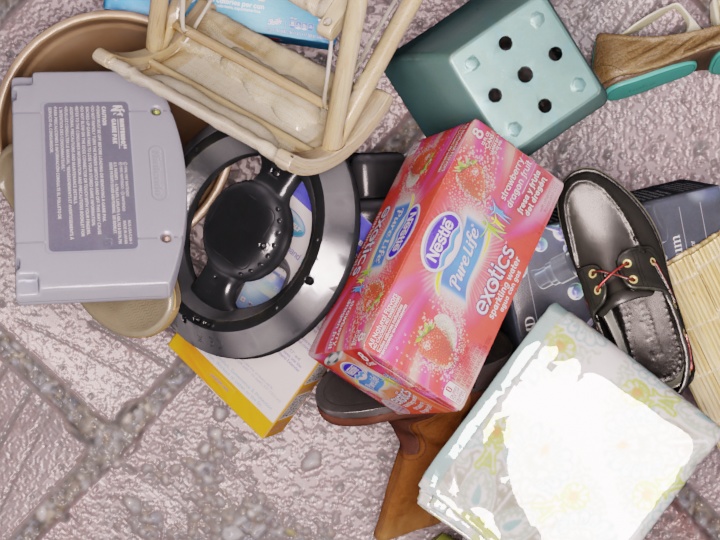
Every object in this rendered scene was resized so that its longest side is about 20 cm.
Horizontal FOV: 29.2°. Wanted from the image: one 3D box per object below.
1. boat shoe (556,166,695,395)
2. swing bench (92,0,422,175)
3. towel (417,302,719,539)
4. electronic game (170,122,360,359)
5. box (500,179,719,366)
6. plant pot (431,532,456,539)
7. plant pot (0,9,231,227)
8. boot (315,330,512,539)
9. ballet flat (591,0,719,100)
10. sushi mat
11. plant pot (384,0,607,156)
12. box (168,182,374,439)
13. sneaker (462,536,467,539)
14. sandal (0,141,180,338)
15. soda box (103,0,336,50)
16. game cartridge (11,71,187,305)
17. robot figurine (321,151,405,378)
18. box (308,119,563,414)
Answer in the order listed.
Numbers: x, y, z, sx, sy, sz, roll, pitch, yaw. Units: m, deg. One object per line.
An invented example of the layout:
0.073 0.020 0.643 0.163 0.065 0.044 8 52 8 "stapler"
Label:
0.217 0.011 1.122 0.073 0.063 0.203 -22 95 17 "boat shoe"
-0.066 -0.202 1.036 0.198 0.129 0.202 31 111 24 "swing bench"
0.161 0.154 1.102 0.171 0.048 0.201 38 96 13 "towel"
-0.087 -0.031 1.083 0.198 0.042 0.202 -7 77 29 "electronic game"
0.220 0.015 1.212 0.198 0.107 0.150 -13 97 -2 "box"
0.101 0.338 1.214 0.187 0.187 0.200 -40 82 1 "plant pot"
-0.206 -0.117 1.179 0.199 0.093 0.203 0 96 -4 "plant pot"
0.031 0.149 1.170 0.187 0.068 0.201 -20 138 -36 "boot"
0.299 -0.205 1.225 0.198 0.068 0.073 -11 77 1 "ballet flat"
0.316 0.071 1.164 0.095 0.012 0.201 -27 97 0 "sushi mat"
0.118 -0.156 1.142 0.141 0.200 0.142 -34 97 0 "plant pot"
-0.059 0.023 1.130 0.119 0.041 0.201 42 108 16 "box"
0.160 0.212 1.206 0.113 0.075 0.201 29 51 -14 "sneaker"
-0.226 -0.022 1.089 0.200 0.054 0.080 48 112 8 "sandal"
-0.115 -0.237 1.185 0.198 0.068 0.065 9 94 -4 "soda box"
-0.200 -0.066 1.065 0.132 0.041 0.202 -4 60 -9 "game cartridge"
0.000 0.000 1.186 0.123 0.150 0.202 -2 95 -16 "robot figurine"
0.057 -0.001 1.039 0.095 0.099 0.201 34 71 -19 "box"
